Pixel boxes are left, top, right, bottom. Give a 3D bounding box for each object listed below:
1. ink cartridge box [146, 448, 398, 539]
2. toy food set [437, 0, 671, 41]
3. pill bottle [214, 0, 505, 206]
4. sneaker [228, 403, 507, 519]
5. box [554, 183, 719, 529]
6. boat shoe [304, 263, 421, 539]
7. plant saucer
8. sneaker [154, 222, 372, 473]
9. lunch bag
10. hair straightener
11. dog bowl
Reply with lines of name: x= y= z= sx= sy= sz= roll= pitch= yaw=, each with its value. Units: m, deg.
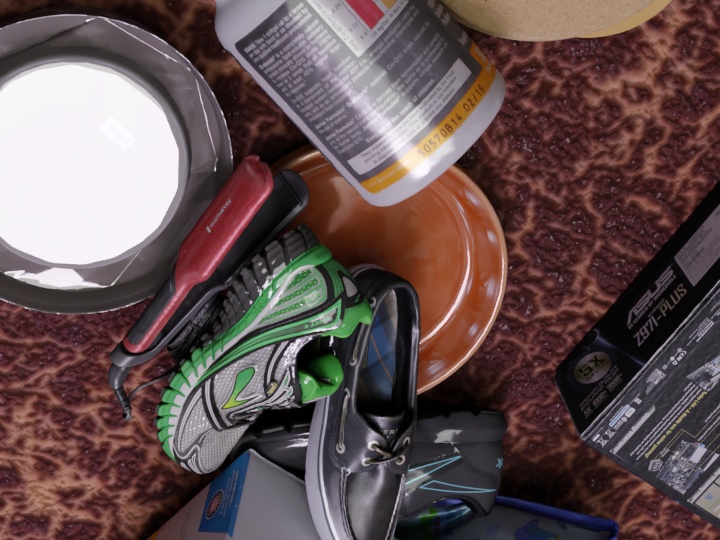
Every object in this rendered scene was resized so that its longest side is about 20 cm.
ink cartridge box: x=-0.088 y=0.257 z=1.136 sx=0.144 sy=0.148 sz=0.200 roll=33 pitch=129 yaw=-19
toy food set: x=0.119 y=-0.218 z=0.982 sx=0.198 sy=0.049 sz=0.199 roll=6 pitch=138 yaw=-11
pill bottle: x=-0.015 y=-0.145 z=0.987 sx=0.116 sy=0.117 sz=0.200 roll=-40 pitch=105 yaw=12
sneaker: x=0.007 y=0.137 z=1.151 sx=0.198 sy=0.075 sz=0.080 roll=-1 pitch=93 yaw=-8
box: x=0.264 y=0.063 z=1.157 sx=0.163 sy=0.086 sz=0.200 roll=32 pitch=108 yaw=-21
boat shoe: x=0.006 y=0.098 z=1.078 sx=0.068 sy=0.056 sz=0.202 roll=-2 pitch=96 yaw=-31
plant saucer: x=0.000 y=0.000 z=1.117 sx=0.198 sy=0.032 sz=0.202 roll=-3 pitch=117 yaw=-6
sneaker: x=-0.065 y=0.068 z=1.056 sx=0.085 sy=0.078 sz=0.200 roll=44 pitch=126 yaw=12
lunch bag: x=0.081 y=0.254 z=1.208 sx=0.198 sy=0.128 sz=0.171 roll=9 pitch=119 yaw=20
hair straightener: x=-0.094 y=0.018 z=1.056 sx=0.077 sy=0.041 sz=0.201 roll=16 pitch=114 yaw=-49
dog bowl: x=-0.180 y=-0.074 z=1.038 sx=0.198 sy=0.059 sz=0.202 roll=-4 pitch=118 yaw=-7
